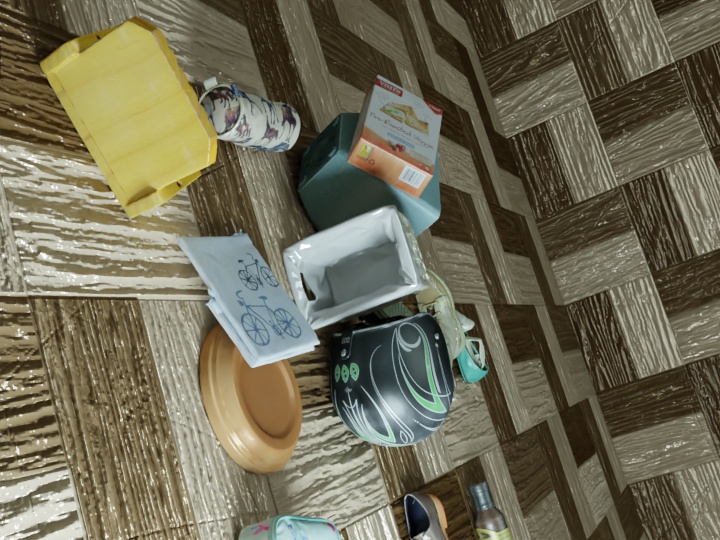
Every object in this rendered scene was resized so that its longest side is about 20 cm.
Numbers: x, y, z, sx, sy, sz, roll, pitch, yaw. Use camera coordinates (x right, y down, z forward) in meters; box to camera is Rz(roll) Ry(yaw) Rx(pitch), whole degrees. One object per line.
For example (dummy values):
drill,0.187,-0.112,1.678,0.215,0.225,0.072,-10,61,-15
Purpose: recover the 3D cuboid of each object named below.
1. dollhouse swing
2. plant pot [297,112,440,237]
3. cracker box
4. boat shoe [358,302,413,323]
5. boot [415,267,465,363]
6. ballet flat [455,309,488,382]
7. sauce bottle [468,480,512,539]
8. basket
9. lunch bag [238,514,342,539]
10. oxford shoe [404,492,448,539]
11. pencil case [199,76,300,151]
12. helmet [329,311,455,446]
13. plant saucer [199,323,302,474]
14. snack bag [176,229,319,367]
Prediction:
dollhouse swing,-0.236,-0.197,1.029,0.202,0.174,0.182,61,23,-14
plant pot,0.002,-0.154,1.535,0.199,0.195,0.198,33,37,-27
cracker box,0.061,-0.225,1.463,0.132,0.058,0.202,25,40,-12
boat shoe,0.013,0.051,1.478,0.074,0.063,0.200,-18,52,-42
boot,0.145,0.105,1.785,0.203,0.071,0.155,65,25,-11
ballet flat,0.227,0.146,1.931,0.203,0.069,0.067,65,23,-8
sauce bottle,0.254,0.506,1.682,0.064,0.064,0.203,8,62,-65
basket,0.000,0.000,1.374,0.123,0.197,0.138,11,59,-69
lunch bag,-0.071,0.387,1.010,0.160,0.076,0.203,33,41,-55
oxford shoe,0.111,0.448,1.396,0.073,0.071,0.202,32,29,-48
pencil case,-0.166,-0.234,1.351,0.199,0.076,0.091,0,84,-66
helmet,0.048,0.171,1.342,0.199,0.197,0.194,-13,90,-68
plant saucer,-0.131,0.157,1.134,0.201,0.037,0.202,50,28,-39
snack bag,-0.149,0.032,1.169,0.201,0.021,0.188,55,20,10
